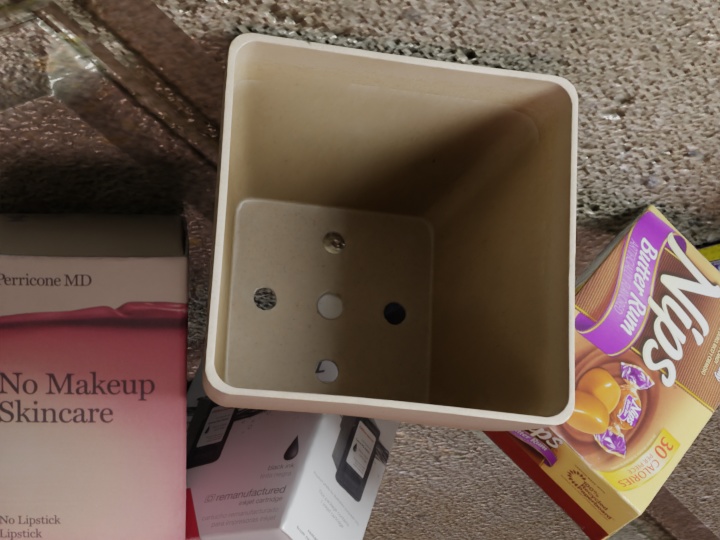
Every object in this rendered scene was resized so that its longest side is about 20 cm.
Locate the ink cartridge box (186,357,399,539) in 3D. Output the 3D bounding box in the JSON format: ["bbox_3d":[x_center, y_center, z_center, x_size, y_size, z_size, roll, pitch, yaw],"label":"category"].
[{"bbox_3d":[-0.061,0.130,1.251,0.145,0.200,0.083,-13,131,33],"label":"ink cartridge box"}]

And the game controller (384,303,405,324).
[{"bbox_3d":[0.032,0.055,1.324,0.104,0.042,0.200,30,141,-25],"label":"game controller"}]

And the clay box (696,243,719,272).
[{"bbox_3d":[0.282,0.018,1.250,0.200,0.048,0.115,-16,150,24],"label":"clay box"}]

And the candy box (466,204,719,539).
[{"bbox_3d":[0.167,0.062,1.128,0.117,0.200,0.056,45,142,1],"label":"candy box"}]

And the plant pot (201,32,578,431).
[{"bbox_3d":[0.000,0.000,1.038,0.200,0.200,0.177,7,163,-13],"label":"plant pot"}]

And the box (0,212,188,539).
[{"bbox_3d":[-0.172,0.072,1.124,0.128,0.200,0.109,0,-165,-7],"label":"box"}]
